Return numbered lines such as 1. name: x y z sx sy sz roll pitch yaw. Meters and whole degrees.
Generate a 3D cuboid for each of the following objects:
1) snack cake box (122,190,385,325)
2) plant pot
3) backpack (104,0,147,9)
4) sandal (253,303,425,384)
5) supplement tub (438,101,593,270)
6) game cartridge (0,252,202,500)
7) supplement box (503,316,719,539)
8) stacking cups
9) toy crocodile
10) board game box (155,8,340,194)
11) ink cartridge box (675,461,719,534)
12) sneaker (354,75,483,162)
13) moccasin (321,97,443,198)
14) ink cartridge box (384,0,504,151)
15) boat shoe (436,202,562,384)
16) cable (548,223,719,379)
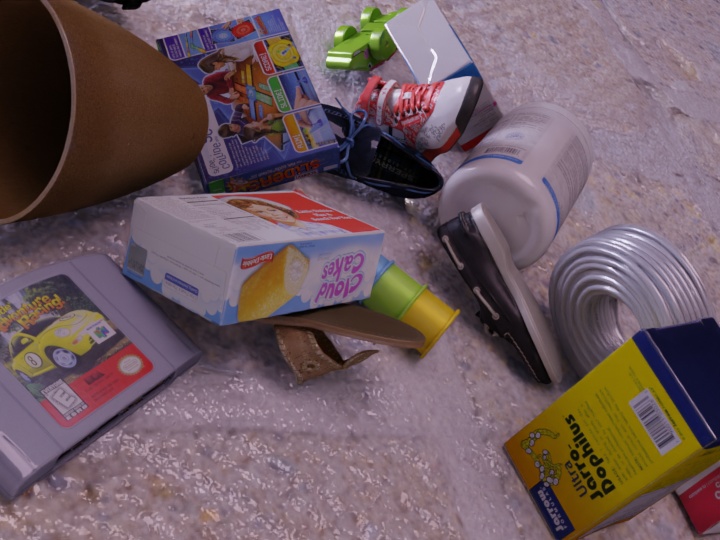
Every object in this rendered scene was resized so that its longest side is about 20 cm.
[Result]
1. snack cake box: -0.084 -0.017 0.839 0.115 0.067 0.200 23 18 32
2. plant pot: -0.227 -0.131 0.833 0.187 0.186 0.200 54 26 18
3. backpack: -0.316 -0.361 0.985 0.199 0.154 0.191 -11 50 -39
4. sandal: -0.055 0.061 0.856 0.211 0.070 0.078 14 13 0
5. supplement tub: 0.179 -0.097 1.130 0.132 0.132 0.200 40 39 2
6. game cartridge: -0.224 0.064 0.737 0.133 0.041 0.200 41 39 9
7. supplement box: 0.244 0.144 0.890 0.109 0.200 0.110 -5 56 -41
8. stacking cups: 0.000 0.000 0.955 0.200 0.061 0.061 39 39 3
9. toy crocodile: 0.021 -0.286 1.250 0.067 0.062 0.200 8 33 26
10. board game box: -0.114 -0.168 0.995 0.135 0.035 0.201 -16 59 -10
11. ink cartridge box: 0.384 0.170 1.067 0.147 0.086 0.201 4 51 -35
12. sneaker: 0.054 -0.174 1.078 0.108 0.201 0.067 26 77 -7
13. moccasin: 0.004 -0.132 1.054 0.199 0.081 0.068 15 0 -25
14. ink cartridge box: 0.113 -0.226 1.212 0.116 0.067 0.200 64 11 28
15. boat shoe: 0.144 0.031 1.030 0.201 0.060 0.074 63 18 -3
16. cable: 0.272 0.055 1.009 0.069 0.200 0.201 -20 94 -26
